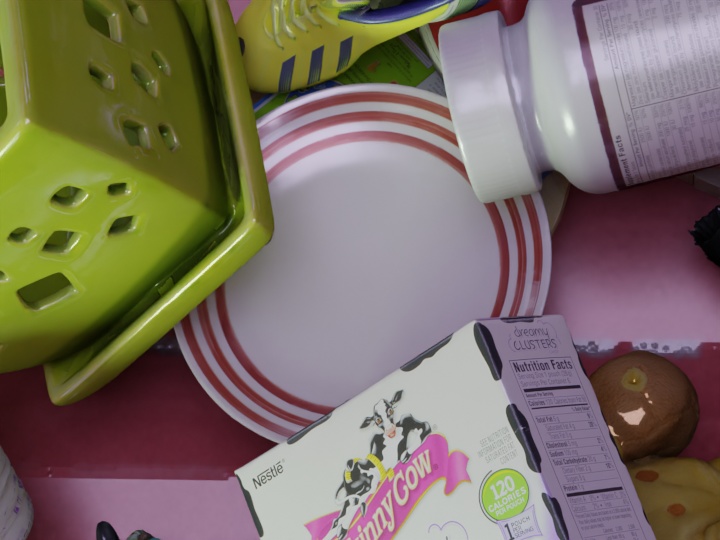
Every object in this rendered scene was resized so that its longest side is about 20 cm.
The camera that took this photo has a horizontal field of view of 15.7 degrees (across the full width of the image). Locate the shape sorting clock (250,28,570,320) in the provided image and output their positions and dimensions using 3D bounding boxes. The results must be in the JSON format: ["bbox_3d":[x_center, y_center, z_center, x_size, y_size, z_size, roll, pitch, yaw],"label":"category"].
[{"bbox_3d":[0.015,-0.057,1.386,0.199,0.039,0.201,-4,68,9],"label":"shape sorting clock"}]

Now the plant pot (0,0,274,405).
[{"bbox_3d":[-0.161,-0.061,1.298,0.200,0.181,0.200,-41,45,32],"label":"plant pot"}]

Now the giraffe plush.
[{"bbox_3d":[0.142,0.114,1.278,0.200,0.173,0.162,-34,63,-19],"label":"giraffe plush"}]

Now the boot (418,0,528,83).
[{"bbox_3d":[0.064,-0.193,1.340,0.072,0.144,0.201,-5,66,-5],"label":"boot"}]

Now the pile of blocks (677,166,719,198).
[{"bbox_3d":[0.162,-0.136,1.376,0.082,0.062,0.201,-26,76,0],"label":"pile of blocks"}]

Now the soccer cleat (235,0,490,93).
[{"bbox_3d":[-0.005,-0.139,1.318,0.200,0.084,0.065,-20,88,40],"label":"soccer cleat"}]

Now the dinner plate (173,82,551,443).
[{"bbox_3d":[0.000,0.000,1.332,0.199,0.024,0.201,-4,68,11],"label":"dinner plate"}]

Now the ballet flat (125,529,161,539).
[{"bbox_3d":[-0.134,0.232,1.326,0.074,0.074,0.201,-1,75,6],"label":"ballet flat"}]

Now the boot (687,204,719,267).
[{"bbox_3d":[0.242,0.011,1.269,0.073,0.198,0.163,-40,82,-6],"label":"boot"}]

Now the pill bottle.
[{"bbox_3d":[0.145,-0.100,1.273,0.199,0.110,0.110,-13,76,9],"label":"pill bottle"}]

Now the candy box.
[{"bbox_3d":[0.051,0.145,1.194,0.168,0.071,0.201,-34,70,35],"label":"candy box"}]

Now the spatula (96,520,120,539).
[{"bbox_3d":[-0.091,0.217,1.298,0.020,0.057,0.201,-24,95,4],"label":"spatula"}]

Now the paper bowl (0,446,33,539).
[{"bbox_3d":[-0.256,0.156,1.299,0.200,0.201,0.105,-28,109,0],"label":"paper bowl"}]
